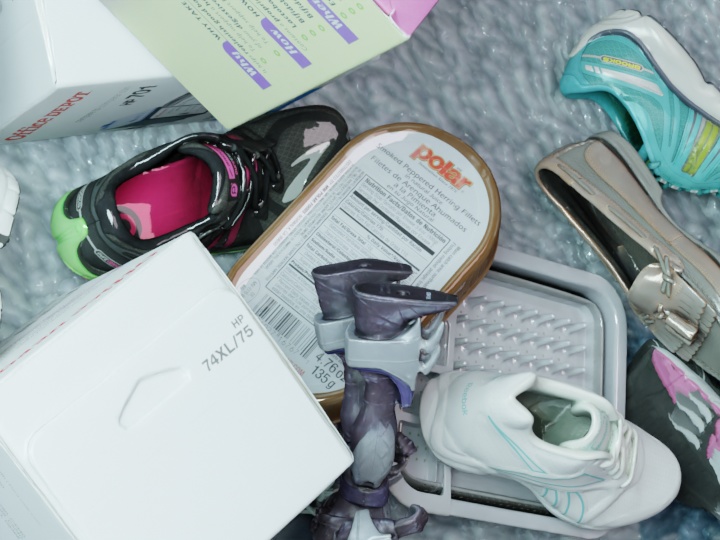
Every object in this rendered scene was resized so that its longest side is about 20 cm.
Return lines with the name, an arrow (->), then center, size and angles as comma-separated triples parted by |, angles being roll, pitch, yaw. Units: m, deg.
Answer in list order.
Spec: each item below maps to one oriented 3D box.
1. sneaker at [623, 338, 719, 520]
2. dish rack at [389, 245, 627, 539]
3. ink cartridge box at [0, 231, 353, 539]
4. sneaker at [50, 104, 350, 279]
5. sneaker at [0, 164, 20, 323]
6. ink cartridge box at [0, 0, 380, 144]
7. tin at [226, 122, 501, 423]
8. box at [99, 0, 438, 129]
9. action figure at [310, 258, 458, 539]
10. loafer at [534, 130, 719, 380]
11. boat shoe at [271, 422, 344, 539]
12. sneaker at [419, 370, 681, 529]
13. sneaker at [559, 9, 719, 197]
sneaker -> 0.248, 0.121, 1.332 | 0.200, 0.080, 0.086 | 50, 38, -9
dish rack -> 0.081, 0.073, 1.242 | 0.199, 0.043, 0.173 | 14, 71, -36
ink cartridge box -> -0.134, 0.095, 1.041 | 0.147, 0.200, 0.146 | -40, 99, -29
sneaker -> -0.080, -0.046, 1.169 | 0.199, 0.084, 0.077 | -26, 93, -31
sneaker -> -0.226, -0.018, 1.036 | 0.080, 0.200, 0.074 | 38, 108, -26
ink cartridge box -> -0.113, -0.134, 1.135 | 0.199, 0.146, 0.086 | -11, 86, -30
tin -> 0.000, 0.000, 1.161 | 0.112, 0.042, 0.200 | 39, 72, 8
box -> -0.057, -0.180, 0.973 | 0.176, 0.200, 0.097 | 44, 64, -15
action figure -> 0.005, 0.100, 1.069 | 0.069, 0.130, 0.201 | 1, 107, -10
loafer -> 0.181, -0.002, 1.286 | 0.063, 0.072, 0.200 | -16, 59, -29
boat shoe -> -0.032, 0.115, 1.173 | 0.075, 0.062, 0.201 | 23, 69, -24
sneaker -> 0.130, 0.107, 1.197 | 0.200, 0.080, 0.071 | 21, 66, -36
sneaker -> 0.215, -0.084, 1.359 | 0.200, 0.077, 0.080 | 43, 77, -6
